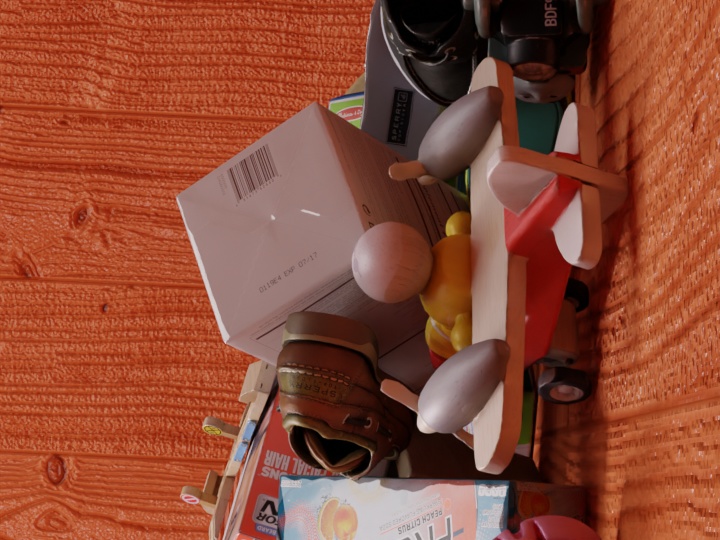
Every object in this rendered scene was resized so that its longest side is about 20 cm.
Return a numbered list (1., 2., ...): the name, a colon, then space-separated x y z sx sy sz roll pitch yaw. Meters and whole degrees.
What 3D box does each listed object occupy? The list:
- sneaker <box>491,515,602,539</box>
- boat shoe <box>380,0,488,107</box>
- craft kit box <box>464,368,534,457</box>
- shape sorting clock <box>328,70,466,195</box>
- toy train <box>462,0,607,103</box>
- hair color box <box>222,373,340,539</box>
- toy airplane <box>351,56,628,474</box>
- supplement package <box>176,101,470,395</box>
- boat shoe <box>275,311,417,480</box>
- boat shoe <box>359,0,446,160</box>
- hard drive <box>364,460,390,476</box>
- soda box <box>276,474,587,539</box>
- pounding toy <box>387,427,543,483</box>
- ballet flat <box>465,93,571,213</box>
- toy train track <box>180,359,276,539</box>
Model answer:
1. sneaker: 0.043 0.196 1.199 0.079 0.200 0.095 64 178 -27
2. boat shoe: 0.040 -0.157 1.438 0.200 0.068 0.057 72 -162 -53
3. craft kit box: 0.094 0.143 1.766 0.200 0.048 0.198 -92 7 -70
4. shape sorting clock: 0.033 -0.063 1.635 0.200 0.039 0.201 -16 67 43
5. toy train: 0.106 -0.199 1.415 0.114 0.085 0.201 58 -149 -71
6. hair color box: -0.041 0.118 1.569 0.111 0.064 0.200 116 170 -55
7. toy airplane: 0.066 -0.007 1.297 0.200 0.141 0.200 -94 8 -77
8. supplement package: 0.000 0.000 1.457 0.200 0.114 0.110 29 -145 -53
9. boat shoe: -0.015 0.085 1.375 0.200 0.072 0.068 54 -135 -66
10. boat shoe: 0.038 -0.121 1.568 0.068 0.073 0.200 -51 -31 -82
11. hard drive: -0.004 0.141 1.597 0.132 0.025 0.201 129 159 -76
12. soda box: 0.038 0.153 1.393 0.200 0.068 0.064 -5 80 48
13. pounding toy: 0.061 0.222 1.572 0.184 0.142 0.201 -100 28 -80
14. ballet flat: 0.109 -0.109 1.541 0.067 0.067 0.201 45 -133 -63
15. toy train track: -0.090 0.112 1.594 0.200 0.032 0.115 115 172 -59
